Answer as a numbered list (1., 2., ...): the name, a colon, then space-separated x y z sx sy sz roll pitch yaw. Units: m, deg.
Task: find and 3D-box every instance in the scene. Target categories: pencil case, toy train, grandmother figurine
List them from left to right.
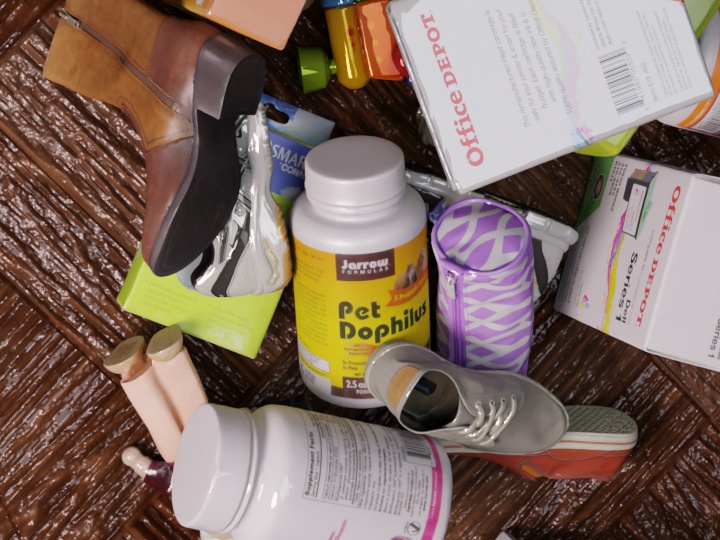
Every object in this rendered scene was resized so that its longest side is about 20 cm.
1. grandmother figurine: -0.138 0.146 1.510 0.120 0.061 0.201 -12 114 30
2. toy train: 0.000 -0.163 1.502 0.115 0.085 0.202 -11 102 -3
3. pencil case: 0.097 0.032 1.505 0.086 0.083 0.201 -55 154 -32

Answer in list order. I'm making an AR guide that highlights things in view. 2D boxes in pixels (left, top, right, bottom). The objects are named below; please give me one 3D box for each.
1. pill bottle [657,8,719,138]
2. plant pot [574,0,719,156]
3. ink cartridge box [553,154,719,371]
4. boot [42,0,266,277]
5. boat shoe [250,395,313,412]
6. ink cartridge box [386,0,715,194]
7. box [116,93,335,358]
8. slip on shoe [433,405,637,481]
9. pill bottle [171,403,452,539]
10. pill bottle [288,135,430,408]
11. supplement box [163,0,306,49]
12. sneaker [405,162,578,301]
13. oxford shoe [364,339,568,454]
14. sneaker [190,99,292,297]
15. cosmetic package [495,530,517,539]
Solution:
1. pill bottle: 0.349 -0.158 1.578 0.198 0.113 0.114 12 95 -18
2. plant pot: 0.162 -0.224 1.477 0.181 0.200 0.200 35 91 -12
3. ink cartridge box: 0.246 -0.012 1.526 0.083 0.200 0.146 14 95 -17
4. boot: -0.177 -0.116 1.407 0.068 0.199 0.190 -13 125 -50
5. boat shoe: -0.036 0.200 1.549 0.070 0.072 0.202 -20 101 -7
6. ink cartridge box: 0.132 -0.159 1.345 0.198 0.083 0.147 -21 96 0
7. box: -0.103 -0.044 1.506 0.121 0.048 0.202 21 93 -18
8. slip on shoe: 0.138 0.150 1.593 0.198 0.074 0.062 4 115 -15
9. pill bottle: -0.038 0.168 1.458 0.198 0.113 0.114 14 95 -23
10. pill bottle: 0.000 0.000 1.480 0.108 0.109 0.202 -11 121 -13
11. supplement box: -0.093 -0.212 1.402 0.066 0.200 0.069 23 96 -18
12. sneaker: 0.083 -0.033 1.546 0.198 0.074 0.081 21 97 -16
13. oxford shoe: 0.090 0.111 1.482 0.199 0.058 0.076 22 105 -34
14. sneaker: -0.110 -0.075 1.436 0.087 0.076 0.202 -11 98 -8
15. cosmetic package: 0.130 0.353 1.552 0.123 0.200 0.200 41 87 -20
